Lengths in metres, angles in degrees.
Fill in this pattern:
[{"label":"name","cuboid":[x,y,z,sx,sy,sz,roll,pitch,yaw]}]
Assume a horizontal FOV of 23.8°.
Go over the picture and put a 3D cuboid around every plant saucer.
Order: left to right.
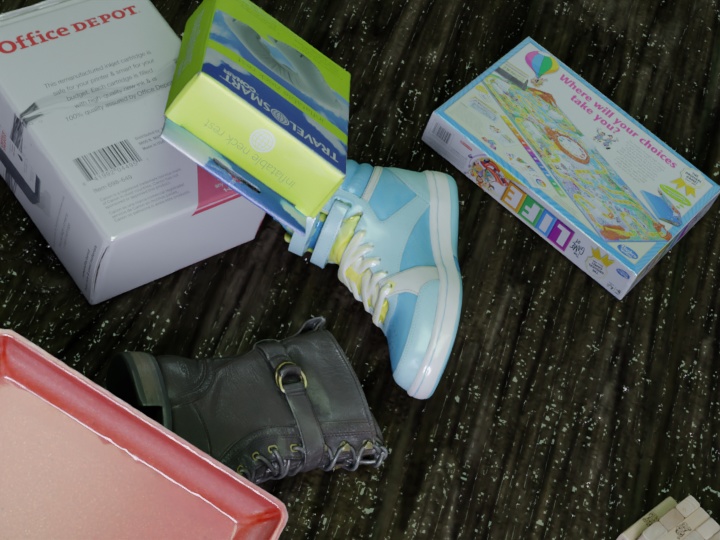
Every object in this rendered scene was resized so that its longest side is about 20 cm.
[{"label":"plant saucer","cuboid":[-0.171,0.167,0.944,0.200,0.037,0.200,34,69,-10]}]

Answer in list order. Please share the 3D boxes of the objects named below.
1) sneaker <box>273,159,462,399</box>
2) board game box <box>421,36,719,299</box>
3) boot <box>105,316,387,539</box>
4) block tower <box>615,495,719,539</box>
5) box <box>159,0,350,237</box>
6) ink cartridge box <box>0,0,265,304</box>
[{"label":"sneaker","cuboid":[0.000,0.000,1.182,0.130,0.080,0.200,13,42,-12]},{"label":"board game box","cuboid":[0.165,-0.083,1.327,0.200,0.034,0.134,40,52,13]},{"label":"boot","cuboid":[-0.059,0.120,1.080,0.174,0.069,0.200,-2,62,-30]},{"label":"block tower","cuboid":[0.248,0.237,1.101,0.058,0.054,0.200,-30,67,-33]},{"label":"box","cuboid":[-0.068,-0.115,1.158,0.122,0.048,0.200,34,24,-17]},{"label":"ink cartridge box","cuboid":[-0.173,-0.094,1.187,0.145,0.085,0.200,-24,66,-32]}]
